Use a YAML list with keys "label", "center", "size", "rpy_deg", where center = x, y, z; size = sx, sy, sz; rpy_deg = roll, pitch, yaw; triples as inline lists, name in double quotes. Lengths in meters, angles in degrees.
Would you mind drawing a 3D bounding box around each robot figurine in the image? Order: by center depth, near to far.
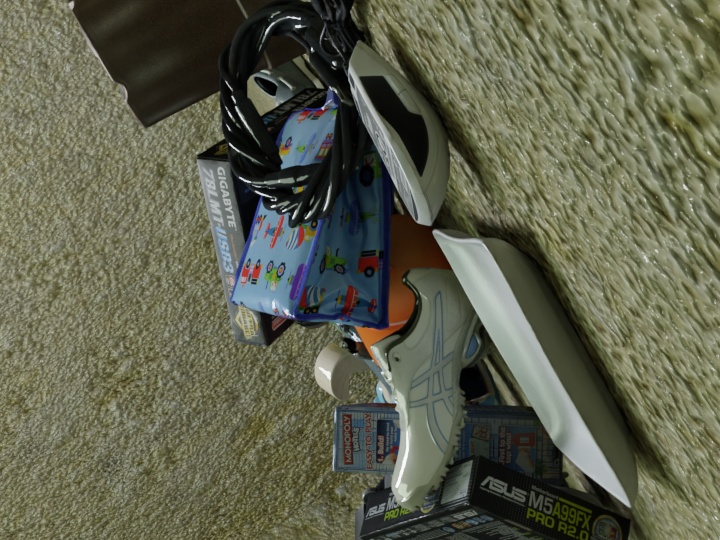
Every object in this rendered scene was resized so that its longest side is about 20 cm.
- label: "robot figurine"
  center: [0.043, 0.025, 1.175]
  size: [0.115, 0.145, 0.201]
  rpy_deg: [12, 151, 28]

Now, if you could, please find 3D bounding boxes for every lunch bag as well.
- label: "lunch bag"
  center: [-0.036, -0.059, 1.074]
  size: [0.150, 0.093, 0.203]
  rpy_deg: [9, 91, 63]

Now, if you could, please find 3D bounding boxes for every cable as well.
- label: "cable"
  center: [-0.055, -0.133, 1.016]
  size: [0.050, 0.165, 0.200]
  rpy_deg: [-1, -146, -42]

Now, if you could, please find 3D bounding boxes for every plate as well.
- label: "plate"
  center: [0.126, 0.054, 0.873]
  size: [0.201, 0.032, 0.200]
  rpy_deg: [60, 177, -6]

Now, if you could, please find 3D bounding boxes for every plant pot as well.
- label: "plant pot"
  center: [-0.179, -0.260, 1.272]
  size: [0.202, 0.197, 0.200]
  rpy_deg: [58, 177, 4]

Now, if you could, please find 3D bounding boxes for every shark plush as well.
- label: "shark plush"
  center: [0.016, 0.071, 1.297]
  size: [0.083, 0.091, 0.200]
  rpy_deg: [-11, -125, -52]

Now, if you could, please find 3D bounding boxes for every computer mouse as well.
- label: "computer mouse"
  center: [0.020, -0.121, 0.854]
  size: [0.110, 0.043, 0.202]
  rpy_deg: [77, 168, -66]

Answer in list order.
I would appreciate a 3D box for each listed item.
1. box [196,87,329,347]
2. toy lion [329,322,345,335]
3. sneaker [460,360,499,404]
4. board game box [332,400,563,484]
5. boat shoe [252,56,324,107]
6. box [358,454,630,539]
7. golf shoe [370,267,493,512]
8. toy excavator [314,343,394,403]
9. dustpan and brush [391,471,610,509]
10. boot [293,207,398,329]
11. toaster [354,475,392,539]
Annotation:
- label: "box"
  center: [-0.074, -0.058, 1.249]
  size: [0.049, 0.200, 0.201]
  rpy_deg: [7, 119, 31]
- label: "toy lion"
  center: [-0.037, -0.018, 1.448]
  size: [0.200, 0.068, 0.193]
  rpy_deg: [44, -153, -22]
- label: "sneaker"
  center: [0.097, 0.093, 1.358]
  size: [0.073, 0.071, 0.201]
  rpy_deg: [97, 151, -45]
- label: "board game box"
  center: [0.073, 0.153, 1.145]
  size: [0.200, 0.197, 0.063]
  rpy_deg: [132, 140, -87]
- label: "boat shoe"
  center: [-0.068, -0.190, 1.413]
  size: [0.201, 0.061, 0.073]
  rpy_deg: [56, 176, 46]
- label: "box"
  center: [0.112, 0.227, 1.082]
  size: [0.159, 0.045, 0.200]
  rpy_deg: [24, 152, -18]
- label: "golf shoe"
  center: [0.046, 0.094, 1.022]
  size: [0.096, 0.203, 0.078]
  rpy_deg: [18, 178, -12]
- label: "toy excavator"
  center: [0.049, 0.130, 1.467]
  size: [0.100, 0.194, 0.202]
  rpy_deg: [27, 146, 50]
- label: "dustpan and brush"
  center: [0.128, 0.207, 1.164]
  size: [0.140, 0.197, 0.058]
  rpy_deg: [68, -163, -76]
- label: "boot"
  center: [0.000, 0.000, 1.283]
  size: [0.069, 0.201, 0.132]
  rpy_deg: [15, 152, 27]
- label: "toaster"
  center: [0.112, 0.271, 1.382]
  size: [0.198, 0.182, 0.119]
  rpy_deg: [23, -150, -21]
